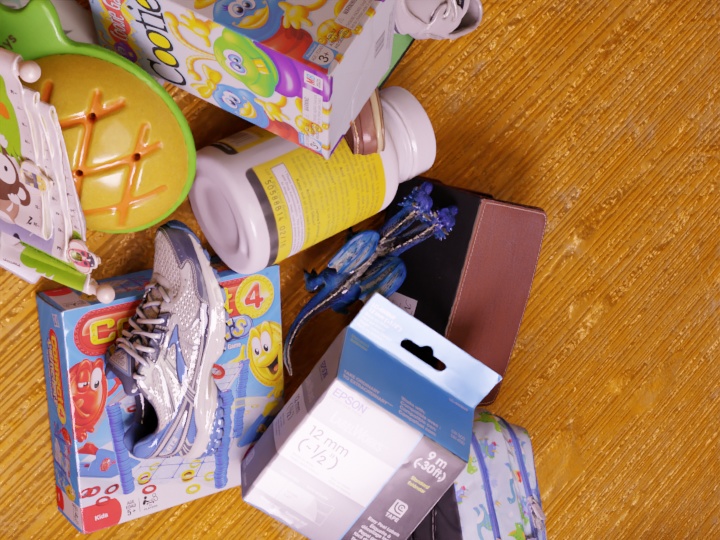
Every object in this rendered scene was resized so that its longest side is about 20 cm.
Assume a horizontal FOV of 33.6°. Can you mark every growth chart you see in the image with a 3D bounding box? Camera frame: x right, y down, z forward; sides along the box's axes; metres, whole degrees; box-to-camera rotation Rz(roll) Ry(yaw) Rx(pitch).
[{"bbox_3d":[-0.246,-0.075,0.825,0.018,0.144,0.201,-45,137,-42],"label":"growth chart"}]

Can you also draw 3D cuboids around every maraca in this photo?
[{"bbox_3d":[-0.209,-0.107,0.858,0.137,0.107,0.200,-39,114,18],"label":"maraca"}]

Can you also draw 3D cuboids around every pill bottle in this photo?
[{"bbox_3d":[-0.037,-0.085,1.011,0.200,0.111,0.112,-27,119,-26],"label":"pill bottle"}]

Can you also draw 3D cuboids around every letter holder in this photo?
[{"bbox_3d":[0.087,0.021,1.141,0.142,0.100,0.201,5,102,-53],"label":"letter holder"}]

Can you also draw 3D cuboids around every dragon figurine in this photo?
[{"bbox_3d":[0.000,0.000,1.034,0.200,0.099,0.059,-45,99,-23],"label":"dragon figurine"}]

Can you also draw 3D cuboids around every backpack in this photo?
[{"bbox_3d":[0.099,0.230,1.112,0.153,0.163,0.201,-20,86,-19],"label":"backpack"}]

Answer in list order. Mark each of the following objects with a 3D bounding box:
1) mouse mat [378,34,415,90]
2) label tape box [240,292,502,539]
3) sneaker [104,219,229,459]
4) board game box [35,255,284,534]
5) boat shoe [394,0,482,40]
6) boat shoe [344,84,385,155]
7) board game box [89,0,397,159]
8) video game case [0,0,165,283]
[{"bbox_3d":[0.019,-0.264,0.991,0.161,0.007,0.201,-60,149,-56],"label":"mouse mat"},{"bbox_3d":[0.012,0.141,1.015,0.143,0.066,0.200,34,104,-17],"label":"label tape box"},{"bbox_3d":[-0.153,0.061,0.928,0.085,0.077,0.201,-9,109,-29],"label":"sneaker"},{"bbox_3d":[-0.162,0.099,1.014,0.199,0.056,0.197,-13,112,-32],"label":"board game box"},{"bbox_3d":[0.058,-0.226,1.000,0.200,0.065,0.072,-1,94,-72],"label":"boat shoe"},{"bbox_3d":[-0.037,-0.173,0.961,0.067,0.201,0.072,-20,159,-11],"label":"boat shoe"},{"bbox_3d":[-0.086,-0.185,0.866,0.103,0.199,0.105,-58,167,-25],"label":"board game box"},{"bbox_3d":[-0.265,-0.117,0.894,0.182,0.022,0.200,36,82,-38],"label":"video game case"}]
